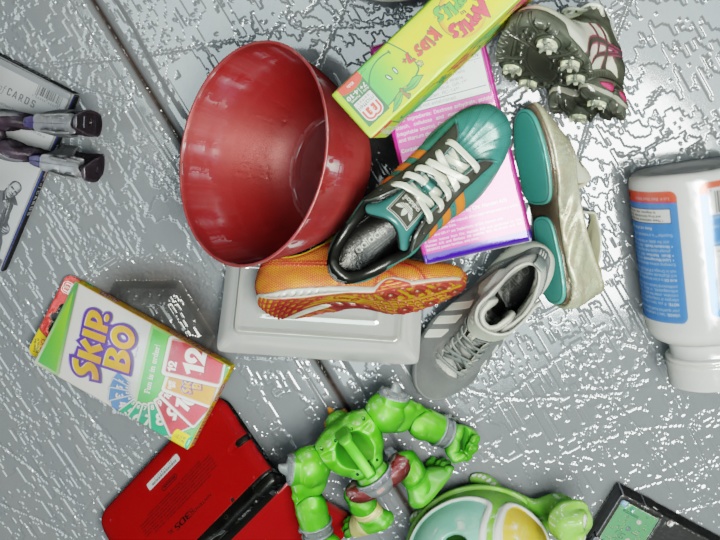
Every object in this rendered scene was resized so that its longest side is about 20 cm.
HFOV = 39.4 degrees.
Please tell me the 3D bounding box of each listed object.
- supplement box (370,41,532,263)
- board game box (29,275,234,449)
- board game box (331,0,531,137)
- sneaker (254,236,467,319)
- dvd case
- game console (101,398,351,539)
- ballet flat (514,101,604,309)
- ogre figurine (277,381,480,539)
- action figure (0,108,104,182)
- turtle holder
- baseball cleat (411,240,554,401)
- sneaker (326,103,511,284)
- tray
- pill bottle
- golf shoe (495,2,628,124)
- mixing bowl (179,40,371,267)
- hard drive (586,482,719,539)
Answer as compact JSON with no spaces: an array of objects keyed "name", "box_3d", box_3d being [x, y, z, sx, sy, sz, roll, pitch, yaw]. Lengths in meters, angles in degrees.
[{"name":"supplement box","box_3d":[0.084,-0.119,0.921,0.103,0.101,0.201,-12,98,9]},{"name":"board game box","box_3d":[-0.236,0.090,1.019,0.200,0.030,0.096,28,93,7]},{"name":"board game box","box_3d":[0.072,-0.191,0.806,0.200,0.102,0.048,-42,90,11]},{"name":"sneaker","box_3d":[0.000,0.000,0.941,0.199,0.073,0.077,0,66,1]},{"name":"dvd case","box_3d":[-0.387,-0.120,1.009,0.150,0.025,0.200,27,101,0]},{"name":"game console","box_3d":[-0.142,0.262,1.058,0.200,0.119,0.172,-46,62,11]},{"name":"ballet flat","box_3d":[0.191,-0.064,0.951,0.062,0.067,0.201,-15,104,-20]},{"name":"ogre figurine","box_3d":[0.010,0.190,0.983,0.200,0.098,0.120,-28,111,15]},{"name":"action figure","box_3d":[-0.346,-0.131,0.957,0.199,0.069,0.131,7,110,9]},{"name":"turtle holder","box_3d":[0.132,0.286,0.976,0.185,0.132,0.141,-4,99,7]},{"name":"baseball cleat","box_3d":[0.102,0.055,0.936,0.070,0.106,0.200,35,113,5]},{"name":"sneaker","box_3d":[0.050,-0.058,0.843,0.071,0.080,0.200,44,102,-2]},{"name":"tray","box_3d":[-0.039,0.032,0.983,0.199,0.022,0.108,3,76,5]},{"name":"pill bottle","box_3d":[0.311,0.004,0.916,0.112,0.112,0.201,-7,100,7]},{"name":"golf shoe","box_3d":[0.174,-0.193,0.862,0.077,0.200,0.088,4,82,31]},{"name":"mixing bowl","box_3d":[-0.063,-0.097,0.917,0.200,0.108,0.201,-6,81,43]},{"name":"hard drive","box_3d":[0.313,0.320,1.012,0.200,0.038,0.140,27,102,0]}]
